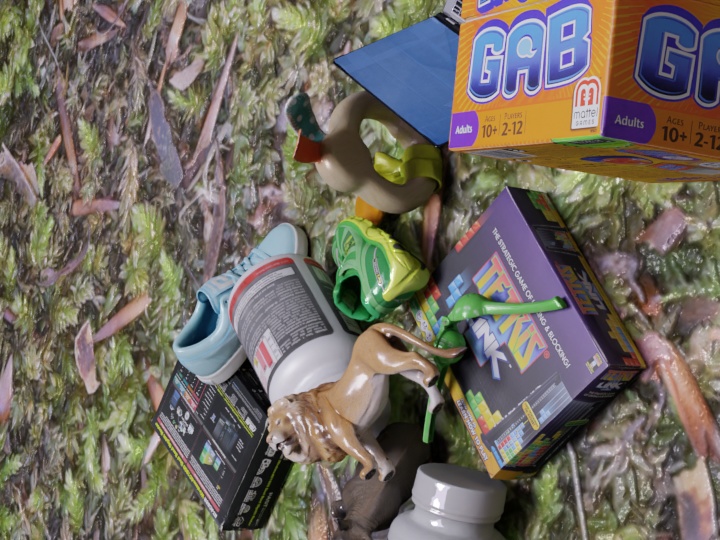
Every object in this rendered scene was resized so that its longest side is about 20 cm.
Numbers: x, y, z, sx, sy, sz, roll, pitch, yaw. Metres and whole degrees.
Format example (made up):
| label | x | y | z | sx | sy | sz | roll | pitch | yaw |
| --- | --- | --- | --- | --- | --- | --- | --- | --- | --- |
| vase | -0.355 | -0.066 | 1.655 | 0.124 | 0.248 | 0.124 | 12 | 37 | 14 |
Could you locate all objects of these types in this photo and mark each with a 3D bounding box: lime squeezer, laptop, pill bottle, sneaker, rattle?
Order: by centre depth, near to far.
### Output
| label | x | y | z | sx | sy | sz | roll | pitch | yaw |
| --- | --- | --- | --- | --- | --- | --- | --- | --- | --- |
| lime squeezer | 0.097 | 0.065 | 1.163 | 0.071 | 0.038 | 0.200 | 44 | 123 | 7 |
| pill bottle | 0.071 | 0.279 | 1.183 | 0.110 | 0.110 | 0.202 | 18 | 100 | 50 |
| laptop | 0.100 | -0.234 | 1.214 | 0.187 | 0.115 | 0.201 | 45 | 119 | 43 |
| rattle | -0.028 | -0.101 | 1.281 | 0.142 | 0.199 | 0.131 | -9 | 92 | 47 |
| sneaker | 0.000 | 0.000 | 1.289 | 0.084 | 0.074 | 0.200 | -46 | 15 | -4 |
| pill bottle | -0.052 | 0.085 | 1.347 | 0.116 | 0.115 | 0.200 | -60 | 40 | 26 |
| sneaker | -0.131 | 0.026 | 1.447 | 0.074 | 0.082 | 0.201 | 22 | 78 | 40 |

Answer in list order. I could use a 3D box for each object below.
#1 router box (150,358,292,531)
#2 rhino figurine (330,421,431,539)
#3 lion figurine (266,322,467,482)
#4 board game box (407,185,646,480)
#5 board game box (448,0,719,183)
| label | x | y | z | sx | sy | sz | roll | pitch | yaw |
| --- | --- | --- | --- | --- | --- | --- | --- | --- | --- |
| router box | -0.151 | 0.173 | 1.509 | 0.200 | 0.062 | 0.151 | 47 | 119 | 43 |
| rhino figurine | 0.010 | 0.214 | 1.236 | 0.060 | 0.200 | 0.088 | 37 | 130 | 0 |
| lion figurine | 0.002 | 0.108 | 1.188 | 0.123 | 0.072 | 0.200 | 46 | 109 | 28 |
| board game box | 0.139 | 0.055 | 1.174 | 0.166 | 0.056 | 0.201 | -52 | 49 | 35 |
| board game box | 0.207 | -0.177 | 0.978 | 0.200 | 0.198 | 0.202 | 4 | 88 | 64 |
